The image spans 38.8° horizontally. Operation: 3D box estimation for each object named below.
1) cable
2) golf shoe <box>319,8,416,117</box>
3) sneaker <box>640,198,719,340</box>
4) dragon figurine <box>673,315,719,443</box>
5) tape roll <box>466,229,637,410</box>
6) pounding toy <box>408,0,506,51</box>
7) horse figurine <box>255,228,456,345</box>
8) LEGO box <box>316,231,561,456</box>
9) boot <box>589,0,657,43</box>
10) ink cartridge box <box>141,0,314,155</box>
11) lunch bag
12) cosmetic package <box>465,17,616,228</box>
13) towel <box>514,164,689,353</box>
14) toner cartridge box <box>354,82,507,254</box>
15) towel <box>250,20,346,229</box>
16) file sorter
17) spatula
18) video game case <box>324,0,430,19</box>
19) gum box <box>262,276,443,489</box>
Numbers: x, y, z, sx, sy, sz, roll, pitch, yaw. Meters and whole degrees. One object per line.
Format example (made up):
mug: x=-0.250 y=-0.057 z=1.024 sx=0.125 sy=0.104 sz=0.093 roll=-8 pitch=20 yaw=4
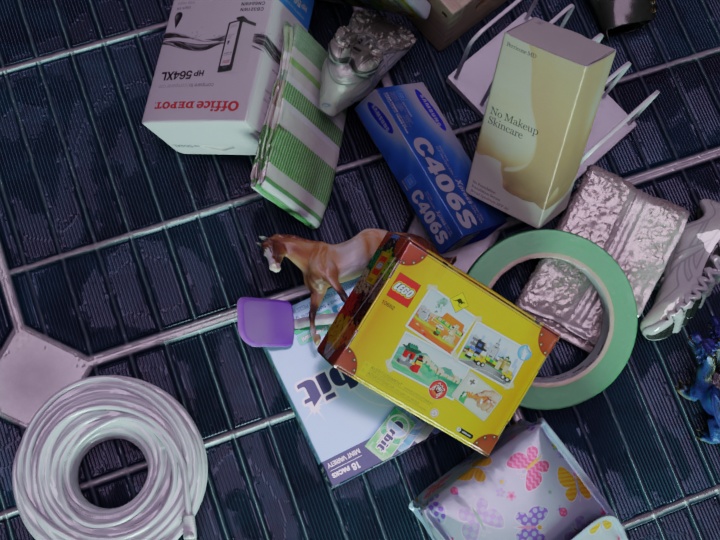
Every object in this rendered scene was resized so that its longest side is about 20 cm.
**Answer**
cable: x=-0.262 y=0.214 z=1.085 sx=0.200 sy=0.069 sz=0.200 roll=6 pitch=75 yaw=-3
golf shoe: x=-0.001 y=-0.244 z=1.201 sx=0.078 sy=0.097 sz=0.200 roll=33 pitch=33 yaw=7
sneaker: x=0.383 y=-0.001 z=1.201 sx=0.081 sy=0.075 sz=0.200 roll=37 pitch=73 yaw=19
dragon figurine: x=0.410 y=0.153 z=1.142 sx=0.059 sy=0.099 sz=0.200 roll=-18 pitch=78 yaw=-9
tape roll: x=0.206 y=0.054 z=1.146 sx=0.200 sy=0.048 sz=0.201 roll=0 pitch=92 yaw=5
pounding toy: x=0.120 y=-0.418 z=1.239 sx=0.200 sy=0.142 sz=0.184 roll=-39 pitch=83 yaw=-12
horse figurine: x=0.000 y=0.000 z=1.122 sx=0.200 sy=0.050 sz=0.133 roll=-16 pitch=61 yaw=-12
LEGO box: x=0.080 y=0.075 z=1.058 sx=0.200 sy=0.077 sz=0.149 roll=32 pitch=88 yaw=-16
boot: x=0.372 y=-0.379 z=1.294 sx=0.200 sy=0.077 sz=0.138 roll=-20 pitch=82 yaw=4
ink cartridge box: x=-0.150 y=-0.241 z=1.175 sx=0.146 sy=0.084 sz=0.200 roll=3 pitch=73 yaw=26
lunch bag: x=0.178 y=0.281 z=1.079 sx=0.170 sy=0.127 sz=0.200 roll=-34 pitch=88 yaw=-10
cosmetic package: x=0.192 y=-0.159 z=1.111 sx=0.105 sy=0.200 sz=0.071 roll=29 pitch=40 yaw=26
towel: x=0.276 y=-0.009 z=1.179 sx=0.132 sy=0.034 sz=0.200 roll=27 pitch=93 yaw=1
toner cartridge box: x=0.082 y=-0.122 z=1.189 sx=0.095 sy=0.043 sz=0.200 roll=-19 pitch=75 yaw=-49
towel: x=-0.064 y=-0.162 z=1.166 sx=0.023 sy=0.153 sz=0.200 roll=1 pitch=73 yaw=28
file sorter: x=0.227 y=-0.221 z=1.209 sx=0.139 sy=0.125 sz=0.200 roll=-41 pitch=82 yaw=-14
spatula: x=-0.035 y=0.055 z=1.123 sx=0.200 sy=0.021 sz=0.057 roll=-2 pitch=70 yaw=-6
video game case: x=-0.035 y=-0.340 z=1.152 sx=0.182 sy=0.200 sz=0.023 roll=17 pitch=90 yaw=24
gum box: x=-0.001 y=0.115 z=1.144 sx=0.170 sy=0.045 sz=0.200 roll=-25 pitch=78 yaw=-11
